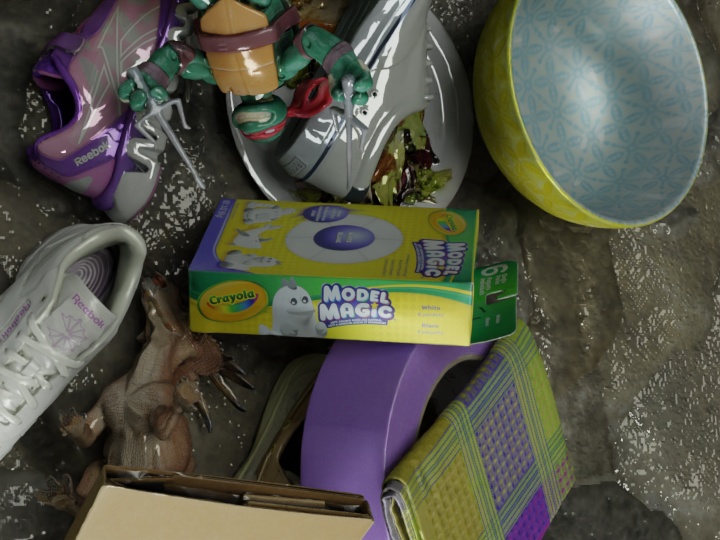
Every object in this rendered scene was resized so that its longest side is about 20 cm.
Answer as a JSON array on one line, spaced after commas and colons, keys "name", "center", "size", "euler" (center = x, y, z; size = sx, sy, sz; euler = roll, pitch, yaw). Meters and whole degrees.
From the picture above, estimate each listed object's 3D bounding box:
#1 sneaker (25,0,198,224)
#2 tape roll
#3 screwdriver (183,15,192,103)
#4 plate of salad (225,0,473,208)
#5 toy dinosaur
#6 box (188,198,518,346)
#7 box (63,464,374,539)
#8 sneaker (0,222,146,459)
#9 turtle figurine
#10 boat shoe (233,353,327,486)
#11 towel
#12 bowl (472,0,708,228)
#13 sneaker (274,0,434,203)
[{"name": "sneaker", "center": [-0.158, -0.135, 1.021], "size": [0.088, 0.080, 0.202], "euler": [16, 75, -19]}, {"name": "tape roll", "center": [0.043, 0.123, 1.051], "size": [0.199, 0.065, 0.202], "euler": [0, 90, -57]}, {"name": "screwdriver", "center": [-0.116, -0.210, 1.080], "size": [0.029, 0.028, 0.202], "euler": [24, 64, -55]}, {"name": "plate of salad", "center": [0.001, -0.117, 1.124], "size": [0.198, 0.048, 0.202], "euler": [6, 79, -30]}, {"name": "toy dinosaur", "center": [-0.127, 0.111, 0.999], "size": [0.085, 0.135, 0.202], "euler": [16, 96, 13]}, {"name": "box", "center": [0.000, 0.000, 1.011], "size": [0.198, 0.118, 0.049], "euler": [4, 115, 4]}, {"name": "box", "center": [-0.106, 0.189, 0.938], "size": [0.162, 0.201, 0.021], "euler": [10, 41, -27]}, {"name": "sneaker", "center": [-0.198, 0.044, 0.952], "size": [0.075, 0.099, 0.201], "euler": [43, 65, -19]}, {"name": "turtle figurine", "center": [-0.074, -0.136, 0.970], "size": [0.148, 0.101, 0.202], "euler": [-14, 119, 2]}, {"name": "boat shoe", "center": [-0.043, 0.145, 1.043], "size": [0.074, 0.066, 0.202], "euler": [23, 71, -25]}, {"name": "towel", "center": [0.076, 0.137, 1.024], "size": [0.200, 0.023, 0.145], "euler": [-47, 127, -46]}, {"name": "bowl", "center": [0.145, -0.123, 1.168], "size": [0.199, 0.107, 0.202], "euler": [6, 80, -37]}, {"name": "sneaker", "center": [0.017, -0.136, 1.078], "size": [0.071, 0.073, 0.201], "euler": [33, 79, -19]}]
